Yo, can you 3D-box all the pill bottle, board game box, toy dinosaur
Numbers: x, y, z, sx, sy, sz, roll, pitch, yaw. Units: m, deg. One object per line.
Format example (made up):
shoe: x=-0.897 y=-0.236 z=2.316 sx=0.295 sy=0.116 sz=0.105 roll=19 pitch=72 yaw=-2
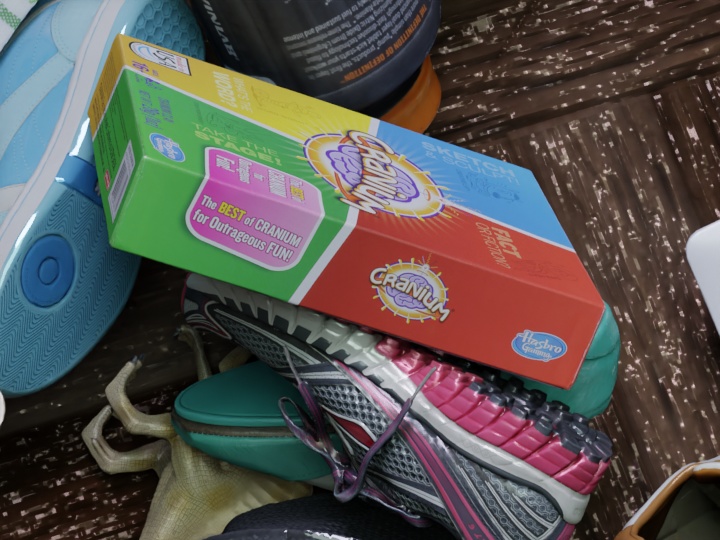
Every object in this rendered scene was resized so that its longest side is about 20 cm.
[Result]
pill bottle: x=-0.029 y=-0.139 z=1.250 sx=0.106 sy=0.200 sz=0.107 roll=-15 pitch=41 yaw=14
board game box: x=-0.010 y=-0.026 z=1.163 sx=0.199 sy=0.153 sz=0.041 roll=18 pitch=109 yaw=-16
toy dinosaur: x=-0.074 y=0.088 z=1.255 sx=0.101 sy=0.058 sz=0.200 roll=40 pitch=73 yaw=7

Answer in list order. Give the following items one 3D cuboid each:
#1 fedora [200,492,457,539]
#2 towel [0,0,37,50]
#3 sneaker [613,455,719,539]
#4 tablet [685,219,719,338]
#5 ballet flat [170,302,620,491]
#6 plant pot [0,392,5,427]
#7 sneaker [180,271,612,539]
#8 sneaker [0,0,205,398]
fedora: x=-0.002 y=0.156 z=1.207 sx=0.199 sy=0.201 sz=0.092 roll=15 pitch=39 yaw=0
towel: x=-0.198 y=-0.154 z=1.219 sx=0.149 sy=0.031 sz=0.200 roll=45 pitch=72 yaw=-34
sneaker: x=0.171 y=0.109 z=1.204 sx=0.073 sy=0.085 sz=0.200 roll=48 pitch=45 yaw=14
tablet: x=0.259 y=0.001 z=1.290 sx=0.199 sy=0.014 sz=0.131 roll=-25 pitch=106 yaw=-2
ballet flat: x=0.019 y=0.064 z=1.223 sx=0.199 sy=0.067 sz=0.071 roll=-15 pitch=117 yaw=5
plant pot: x=-0.280 y=0.067 z=1.179 sx=0.200 sy=0.177 sz=0.200 roll=-38 pitch=79 yaw=-15
sneaker: x=0.002 y=0.056 z=1.147 sx=0.199 sy=0.081 sz=0.075 roll=31 pitch=100 yaw=27
sneaker: x=-0.158 y=-0.039 z=1.266 sx=0.130 sy=0.080 sz=0.201 roll=8 pitch=64 yaw=37
